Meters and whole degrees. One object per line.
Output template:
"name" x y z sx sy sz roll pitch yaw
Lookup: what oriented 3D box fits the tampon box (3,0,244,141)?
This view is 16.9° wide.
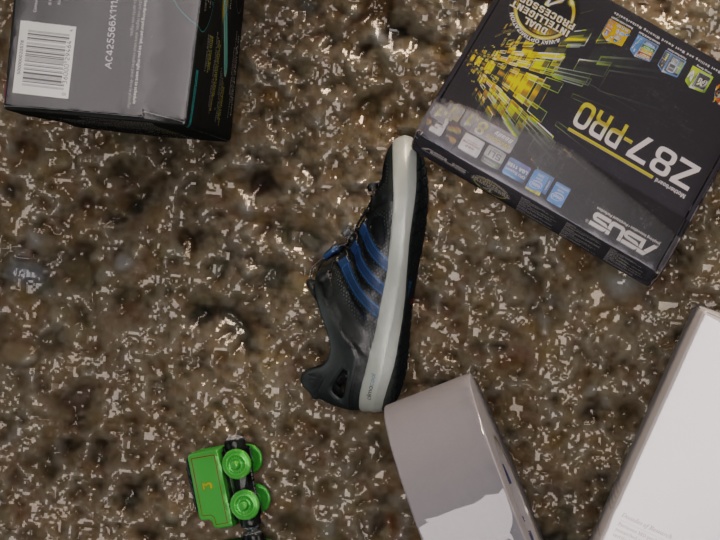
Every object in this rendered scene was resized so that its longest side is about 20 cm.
"tampon box" -0.157 -0.173 1.681 0.126 0.200 0.151 6 90 5

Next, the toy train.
"toy train" -0.086 0.221 1.765 0.056 0.042 0.201 -11 90 15

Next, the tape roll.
"tape roll" 0.082 0.174 1.667 0.066 0.200 0.201 -22 89 4

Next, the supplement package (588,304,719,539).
"supplement package" 0.249 0.138 1.692 0.119 0.121 0.201 24 94 5

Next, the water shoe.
"water shoe" 0.000 0.000 1.736 0.079 0.071 0.201 8 90 10

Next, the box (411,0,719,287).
"box" 0.159 -0.107 1.712 0.200 0.049 0.162 31 77 3
